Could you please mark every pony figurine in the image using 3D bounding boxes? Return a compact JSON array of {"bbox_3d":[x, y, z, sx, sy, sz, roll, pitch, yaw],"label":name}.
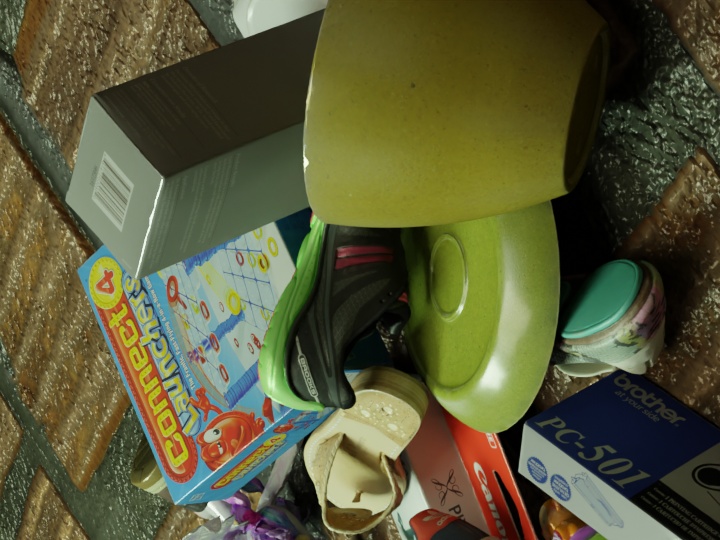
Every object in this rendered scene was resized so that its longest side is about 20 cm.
[{"bbox_3d":[-0.074,0.206,1.707,0.200,0.167,0.193,46,153,1],"label":"pony figurine"}]

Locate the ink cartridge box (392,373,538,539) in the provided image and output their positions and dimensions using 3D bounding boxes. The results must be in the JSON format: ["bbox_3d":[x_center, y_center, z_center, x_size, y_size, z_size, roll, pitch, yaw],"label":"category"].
[{"bbox_3d":[0.068,0.172,1.523,0.201,0.043,0.173,68,163,-5],"label":"ink cartridge box"}]

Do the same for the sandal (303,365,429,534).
[{"bbox_3d":[-0.006,0.143,1.478,0.077,0.070,0.212,23,148,1],"label":"sandal"}]

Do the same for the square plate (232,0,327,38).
[{"bbox_3d":[-0.011,-0.153,1.472,0.201,0.028,0.198,57,147,12],"label":"square plate"}]

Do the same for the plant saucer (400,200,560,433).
[{"bbox_3d":[0.068,0.004,1.391,0.200,0.031,0.202,179,90,-67],"label":"plant saucer"}]

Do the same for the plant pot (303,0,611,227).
[{"bbox_3d":[0.066,-0.110,1.270,0.141,0.200,0.201,14,127,15],"label":"plant pot"}]

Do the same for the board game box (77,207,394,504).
[{"bbox_3d":[-0.093,0.031,1.533,0.196,0.056,0.201,-40,66,35],"label":"board game box"}]

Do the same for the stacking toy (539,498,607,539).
[{"bbox_3d":[0.168,0.201,1.407,0.200,0.109,0.117,41,152,55],"label":"stacking toy"}]

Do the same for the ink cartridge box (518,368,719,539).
[{"bbox_3d":[0.198,0.140,1.309,0.200,0.094,0.044,36,138,37],"label":"ink cartridge box"}]

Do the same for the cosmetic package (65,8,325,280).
[{"bbox_3d":[-0.081,-0.084,1.410,0.090,0.199,0.107,46,140,22],"label":"cosmetic package"}]

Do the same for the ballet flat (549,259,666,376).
[{"bbox_3d":[0.145,0.036,1.351,0.071,0.069,0.200,42,160,-17],"label":"ballet flat"}]

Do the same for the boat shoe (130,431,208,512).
[{"bbox_3d":[-0.115,0.102,1.660,0.066,0.202,0.072,41,133,-20],"label":"boat shoe"}]

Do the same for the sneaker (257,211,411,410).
[{"bbox_3d":[0.000,0.000,1.414,0.083,0.201,0.077,20,172,4],"label":"sneaker"}]

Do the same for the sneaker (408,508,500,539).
[{"bbox_3d":[0.040,0.255,1.503,0.084,0.075,0.201,33,114,32],"label":"sneaker"}]
